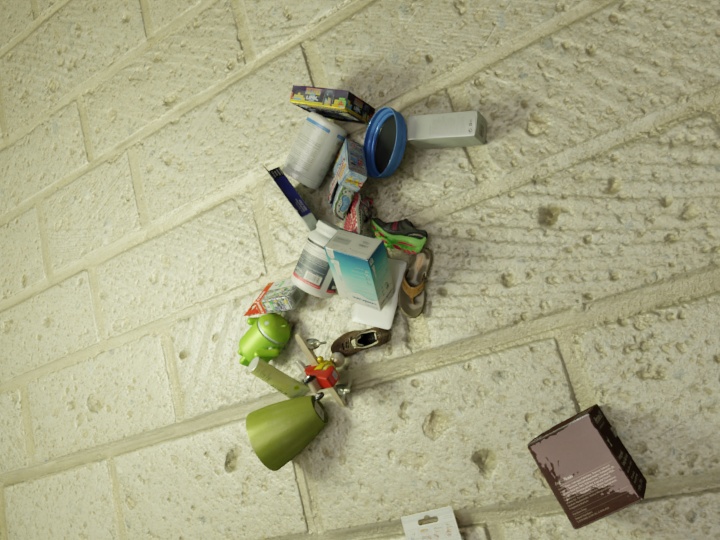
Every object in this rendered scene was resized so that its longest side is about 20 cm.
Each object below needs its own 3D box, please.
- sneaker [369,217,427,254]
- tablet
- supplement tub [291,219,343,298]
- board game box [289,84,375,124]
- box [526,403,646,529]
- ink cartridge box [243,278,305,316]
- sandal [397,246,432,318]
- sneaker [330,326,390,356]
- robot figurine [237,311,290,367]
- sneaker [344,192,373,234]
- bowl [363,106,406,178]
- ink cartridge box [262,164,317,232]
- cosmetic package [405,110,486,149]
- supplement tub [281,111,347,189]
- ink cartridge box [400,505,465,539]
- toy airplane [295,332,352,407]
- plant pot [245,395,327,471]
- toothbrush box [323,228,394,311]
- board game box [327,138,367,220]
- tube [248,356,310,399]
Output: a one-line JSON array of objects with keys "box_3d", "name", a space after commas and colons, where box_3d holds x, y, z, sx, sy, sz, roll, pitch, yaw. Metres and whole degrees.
[{"box_3d": [0.108, -0.107, 1.653, 0.199, 0.077, 0.084, 27, 59, 36], "name": "sneaker"}, {"box_3d": [0.053, 0.060, 1.672, 0.129, 0.014, 0.201, 10, 79, 29], "name": "tablet"}, {"box_3d": [-0.106, -0.033, 1.714, 0.140, 0.140, 0.201, 29, 99, 27], "name": "supplement tub"}, {"box_3d": [-0.082, -0.491, 1.727, 0.199, 0.165, 0.057, 16, 93, 28], "name": "board game box"}, {"box_3d": [0.513, 0.439, 1.321, 0.164, 0.166, 0.201, -36, 71, 22], "name": "box"}, {"box_3d": [-0.272, 0.082, 1.809, 0.199, 0.109, 0.051, -10, 119, 27], "name": "ink cartridge box"}, {"box_3d": [0.150, 0.031, 1.609, 0.080, 0.054, 0.201, 14, 90, 12], "name": "sandal"}, {"box_3d": [-0.014, 0.202, 1.680, 0.199, 0.075, 0.071, -22, 76, 25], "name": "sneaker"}, {"box_3d": [-0.297, 0.214, 1.809, 0.200, 0.115, 0.176, -47, 35, 17], "name": "robot figurine"}, {"box_3d": [0.001, -0.151, 1.655, 0.081, 0.074, 0.201, 125, 156, -44], "name": "sneaker"}, {"box_3d": [0.068, -0.359, 1.652, 0.200, 0.039, 0.202, -23, 65, 61], "name": "bowl"}, {"box_3d": [-0.198, -0.215, 1.749, 0.040, 0.200, 0.200, -36, 69, -2], "name": "ink cartridge box"}, {"box_3d": [0.233, -0.380, 1.584, 0.199, 0.102, 0.075, 5, 88, 27], "name": "cosmetic package"}, {"box_3d": [-0.139, -0.363, 1.766, 0.132, 0.132, 0.201, 36, 102, 26], "name": "supplement tub"}, {"box_3d": [0.209, 0.737, 1.534, 0.162, 0.057, 0.201, -24, 66, 25], "name": "ink cartridge box"}, {"box_3d": [-0.108, 0.287, 1.688, 0.141, 0.200, 0.199, -35, 56, -12], "name": "toy airplane"}, {"box_3d": [-0.203, 0.457, 1.719, 0.199, 0.187, 0.188, -31, 71, 7], "name": "plant pot"}, {"box_3d": [0.000, 0.000, 1.588, 0.146, 0.201, 0.085, 17, 50, 31], "name": "toothbrush box"}, {"box_3d": [-0.042, -0.255, 1.661, 0.061, 0.200, 0.201, 19, 109, -16], "name": "board game box"}, {"box_3d": [-0.245, 0.329, 1.749, 0.058, 0.200, 0.052, -10, 47, 52], "name": "tube"}]
